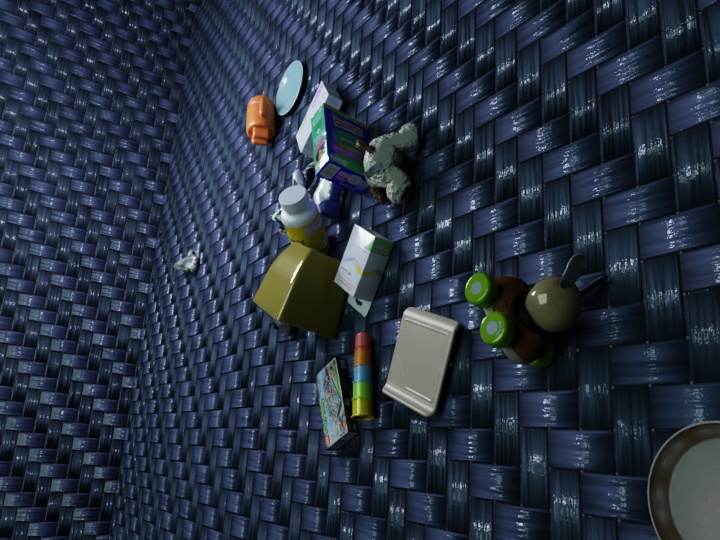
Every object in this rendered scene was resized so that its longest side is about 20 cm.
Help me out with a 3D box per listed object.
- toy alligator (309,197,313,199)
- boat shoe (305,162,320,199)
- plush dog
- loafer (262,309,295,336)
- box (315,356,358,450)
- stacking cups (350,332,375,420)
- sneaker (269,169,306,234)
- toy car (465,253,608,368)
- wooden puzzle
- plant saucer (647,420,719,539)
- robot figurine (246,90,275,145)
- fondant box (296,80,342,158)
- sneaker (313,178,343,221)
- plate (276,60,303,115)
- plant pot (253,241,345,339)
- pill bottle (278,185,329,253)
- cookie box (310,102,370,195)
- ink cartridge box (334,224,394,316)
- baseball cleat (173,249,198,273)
[{"bbox_3d":[-0.182,-0.188,1.933,0.197,0.058,0.056,-29,64,33],"label":"toy alligator"},{"bbox_3d":[-0.136,-0.298,1.872,0.071,0.067,0.204,-34,38,37],"label":"boat shoe"},{"bbox_3d":[0.053,-0.268,1.550,0.172,0.155,0.207,139,142,-79],"label":"plush dog"},{"bbox_3d":[-0.259,0.147,1.911,0.198,0.071,0.075,18,96,59],"label":"loafer"},{"bbox_3d":[-0.063,0.339,1.567,0.110,0.034,0.205,-46,43,38],"label":"box"},{"bbox_3d":[0.004,0.251,1.474,0.060,0.059,0.206,-29,55,48],"label":"stacking cups"},{"bbox_3d":[-0.221,-0.199,1.869,0.080,0.125,0.205,-86,-8,-62],"label":"sneaker"},{"bbox_3d":[0.305,0.044,1.019,0.199,0.162,0.161,-40,46,28],"label":"toy car"},{"bbox_3d":[0.132,0.193,1.331,0.183,0.036,0.206,14,86,58],"label":"wooden puzzle"},{"bbox_3d":[0.465,0.298,0.778,0.199,0.034,0.207,-30,54,50],"label":"plant saucer"},{"bbox_3d":[-0.376,-0.572,2.327,0.113,0.144,0.206,-13,64,21],"label":"robot figurine"},{"bbox_3d":[-0.134,-0.479,1.952,0.203,0.057,0.146,-59,26,22],"label":"fondant box"},{"bbox_3d":[-0.072,-0.258,1.772,0.114,0.079,0.206,-26,55,52],"label":"sneaker"},{"bbox_3d":[-0.255,-0.667,2.260,0.198,0.025,0.207,-26,57,49],"label":"plate"},{"bbox_3d":[-0.148,0.041,1.682,0.194,0.191,0.205,25,93,56],"label":"plant pot"},{"bbox_3d":[-0.162,-0.134,1.740,0.108,0.203,0.113,-10,42,9],"label":"pill bottle"},{"bbox_3d":[-0.048,-0.332,1.682,0.075,0.168,0.205,-36,49,39],"label":"cookie box"},{"bbox_3d":[0.000,0.000,1.572,0.117,0.066,0.206,33,106,56],"label":"ink cartridge box"},{"bbox_3d":[-0.785,-0.042,2.802,0.197,0.069,0.110,5,75,48],"label":"baseball cleat"}]
